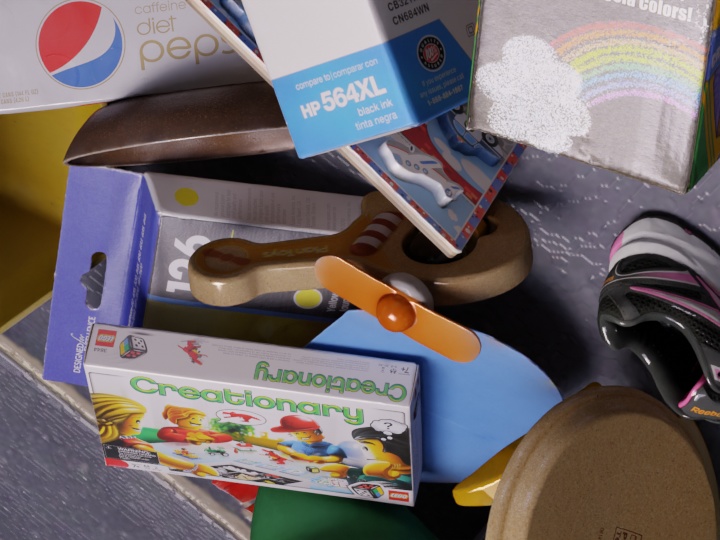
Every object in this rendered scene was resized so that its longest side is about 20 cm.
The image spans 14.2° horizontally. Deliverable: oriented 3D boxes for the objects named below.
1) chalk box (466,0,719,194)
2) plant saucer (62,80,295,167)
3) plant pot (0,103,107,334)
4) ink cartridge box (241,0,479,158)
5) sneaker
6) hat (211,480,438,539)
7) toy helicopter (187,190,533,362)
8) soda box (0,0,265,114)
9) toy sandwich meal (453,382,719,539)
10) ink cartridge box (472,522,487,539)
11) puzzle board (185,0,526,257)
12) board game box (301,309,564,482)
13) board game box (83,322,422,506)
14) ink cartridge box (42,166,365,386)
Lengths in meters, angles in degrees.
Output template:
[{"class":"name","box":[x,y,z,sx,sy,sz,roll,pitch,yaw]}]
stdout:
[{"class":"chalk box","box":[0.138,-0.163,1.405,0.124,0.124,0.201,18,121,19]},{"class":"plant saucer","box":[-0.072,-0.085,1.650,0.199,0.200,0.032,-8,89,35]},{"class":"plant pot","box":[-0.285,-0.077,1.771,0.176,0.200,0.201,25,137,32]},{"class":"ink cartridge box","box":[0.003,-0.178,1.497,0.084,0.146,0.201,-13,100,39]},{"class":"sneaker","box":[0.214,0.061,1.649,0.199,0.086,0.080,31,138,3]},{"class":"hat","box":[-0.027,0.129,1.863,0.199,0.177,0.166,-4,154,-10]},{"class":"toy helicopter","box":[0.000,0.000,1.658,0.199,0.133,0.079,-6,127,2]},{"class":"soda box","box":[-0.122,-0.132,1.635,0.199,0.064,0.069,-6,94,3]},{"class":"toy sandwich meal","box":[0.134,0.155,1.694,0.070,0.205,0.206,5,130,50]},{"class":"ink cartridge box","box":[0.114,0.198,1.864,0.094,0.037,0.200,35,138,1]},{"class":"puzzle board","box":[0.009,-0.117,1.579,0.200,0.151,0.017,44,130,-8]},{"class":"board game box","box":[0.032,0.065,1.766,0.157,0.039,0.200,24,146,-19]},{"class":"board game box","box":[-0.063,0.088,1.758,0.199,0.035,0.126,7,148,7]},{"class":"ink cartridge box","box":[-0.091,0.027,1.785,0.199,0.047,0.198,5,135,-8]}]
